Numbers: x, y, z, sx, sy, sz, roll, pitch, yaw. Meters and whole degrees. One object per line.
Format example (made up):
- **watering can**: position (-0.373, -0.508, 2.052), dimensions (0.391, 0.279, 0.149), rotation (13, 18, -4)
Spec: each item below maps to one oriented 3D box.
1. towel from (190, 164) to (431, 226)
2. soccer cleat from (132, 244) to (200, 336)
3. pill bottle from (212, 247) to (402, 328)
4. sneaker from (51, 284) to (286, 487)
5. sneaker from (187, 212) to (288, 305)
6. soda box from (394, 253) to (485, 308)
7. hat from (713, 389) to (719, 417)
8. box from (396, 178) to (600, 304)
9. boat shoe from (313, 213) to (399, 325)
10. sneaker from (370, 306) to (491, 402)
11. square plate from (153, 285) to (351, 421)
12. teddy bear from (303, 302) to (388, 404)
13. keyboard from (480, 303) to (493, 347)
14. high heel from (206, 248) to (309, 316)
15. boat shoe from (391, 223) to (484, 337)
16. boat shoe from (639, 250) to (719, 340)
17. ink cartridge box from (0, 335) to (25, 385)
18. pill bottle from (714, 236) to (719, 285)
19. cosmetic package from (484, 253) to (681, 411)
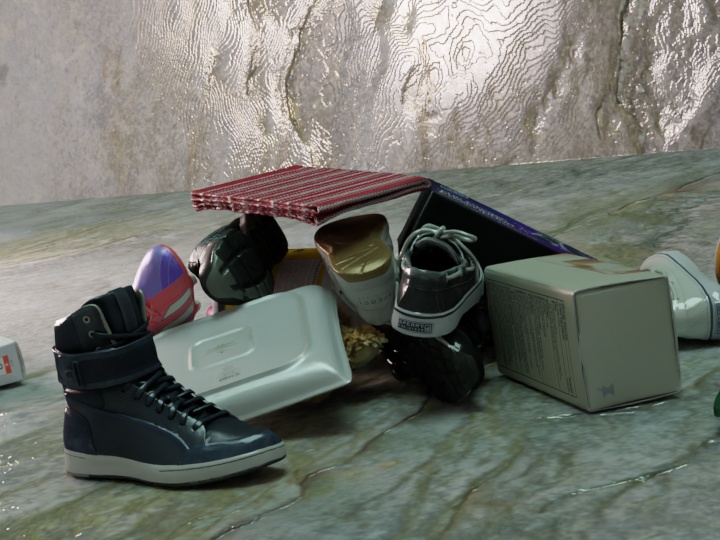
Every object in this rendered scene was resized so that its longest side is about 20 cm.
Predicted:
- **towel**: position (-0.050, -0.073, 1.602), dimensions (0.145, 0.023, 0.200), rotation (-18, 18, -39)
- **soccer cleat**: position (-0.201, 0.053, 1.555), dimensions (0.076, 0.067, 0.200), rotation (-31, -21, -32)
- **pill bottle**: position (-0.038, 0.033, 1.670), dimensions (0.200, 0.112, 0.112), rotation (-2, 9, 30)
- **sneaker**: position (-0.152, 0.086, 1.286), dimensions (0.202, 0.146, 0.077), rotation (-1, 8, 30)
- **sneaker**: position (-0.123, -0.001, 1.589), dimensions (0.079, 0.075, 0.200), rotation (-29, 8, 15)
- **soda box**: position (0.083, 0.011, 1.791), dimensions (0.200, 0.064, 0.068), rotation (-8, -9, 29)
- **hat**: position (0.384, 0.097, 1.205), dimensions (0.200, 0.176, 0.166), rotation (-44, -3, 20)
- **box**: position (0.139, -0.008, 1.619), dimensions (0.200, 0.079, 0.141), rotation (26, 5, -3)
- **boat shoe**: position (0.000, 0.000, 1.551), dimensions (0.071, 0.069, 0.200), rotation (-15, 18, 2)
- **sneaker**: position (0.078, 0.056, 1.472), dimensions (0.087, 0.076, 0.200), rotation (-26, 13, -13)
- **square plate**: position (-0.112, 0.076, 1.443), dimensions (0.200, 0.028, 0.198), rotation (-19, 22, 2)
- **teddy bear**: position (-0.064, 0.070, 1.520), dimensions (0.145, 0.067, 0.200), rotation (-30, 18, -14)
- **keyboard**: position (0.099, 0.052, 1.685), dimensions (0.104, 0.040, 0.200), rotation (-6, 9, 14)
- **high heel**: position (-0.106, 0.021, 1.870), dimensions (0.200, 0.096, 0.067), rotation (1, 11, 44)
- **boat shoe**: position (0.065, -0.004, 1.447), dimensions (0.074, 0.068, 0.199), rotation (9, 17, 14)
- **boat shoe**: position (0.287, 0.028, 1.612), dimensions (0.070, 0.071, 0.200), rotation (-5, 14, -7)
- **ink cartridge box**: position (-0.468, 0.113, 1.757), dimensions (0.200, 0.050, 0.162), rotation (-20, 14, -26)
- **pill bottle**: position (0.397, 0.002, 1.506), dimensions (0.116, 0.117, 0.200), rotation (-7, 8, -5)
- **cosmetic package**: position (0.184, 0.047, 1.424), dimensions (0.087, 0.104, 0.200), rotation (-10, 10, -15)
